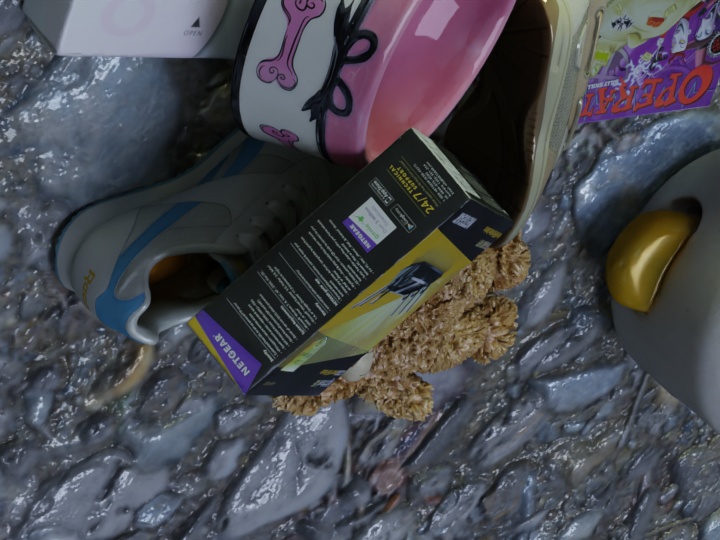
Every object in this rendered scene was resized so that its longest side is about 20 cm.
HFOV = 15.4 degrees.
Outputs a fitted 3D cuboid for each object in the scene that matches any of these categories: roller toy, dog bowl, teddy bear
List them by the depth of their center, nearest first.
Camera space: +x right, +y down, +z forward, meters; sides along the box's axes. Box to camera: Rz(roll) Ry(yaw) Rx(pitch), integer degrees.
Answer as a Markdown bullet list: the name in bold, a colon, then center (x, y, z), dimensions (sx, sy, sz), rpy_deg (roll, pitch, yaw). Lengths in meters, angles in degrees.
- **dog bowl**: center (0.019, -0.140, 1.406), dimensions (0.200, 0.074, 0.200), rpy_deg (-51, 162, -23)
- **teddy bear**: center (0.029, 0.030, 1.638), dimensions (0.199, 0.067, 0.146), rpy_deg (5, 118, -46)
- **roller toy**: center (0.264, 0.015, 1.780), dimensions (0.199, 0.140, 0.183), rpy_deg (-28, 129, -17)

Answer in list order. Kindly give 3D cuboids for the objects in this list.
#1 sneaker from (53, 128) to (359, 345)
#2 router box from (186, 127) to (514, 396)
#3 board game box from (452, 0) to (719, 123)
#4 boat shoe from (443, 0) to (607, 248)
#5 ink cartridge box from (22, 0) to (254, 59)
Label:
- **sneaker**: center (-0.067, -0.024, 1.488), dimensions (0.199, 0.081, 0.077), rpy_deg (-31, 139, -19)
- **router box**: center (0.000, 0.000, 1.459), dimensions (0.157, 0.052, 0.200), rpy_deg (-41, 171, 6)
- **board game box**: center (0.154, -0.147, 1.623), dimensions (0.199, 0.032, 0.120), rpy_deg (-10, 135, -37)
- **boat shoe**: center (0.100, -0.095, 1.541), dimensions (0.065, 0.072, 0.201), rpy_deg (-27, 146, -33)
- **ink cartridge box**: center (-0.070, -0.202, 1.350), dimensions (0.162, 0.057, 0.201), rpy_deg (-3, 131, -41)
